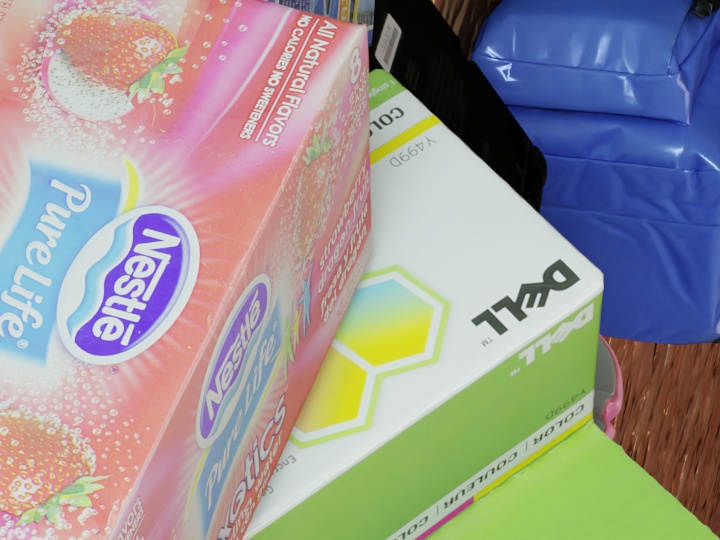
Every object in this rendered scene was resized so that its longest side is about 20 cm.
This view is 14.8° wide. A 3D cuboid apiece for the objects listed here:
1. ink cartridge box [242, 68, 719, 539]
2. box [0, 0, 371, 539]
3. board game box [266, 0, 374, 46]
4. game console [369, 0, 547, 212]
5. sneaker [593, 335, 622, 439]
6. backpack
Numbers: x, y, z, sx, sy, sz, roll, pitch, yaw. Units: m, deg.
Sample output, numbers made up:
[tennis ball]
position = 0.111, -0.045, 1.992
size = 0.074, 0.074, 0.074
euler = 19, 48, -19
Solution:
[ink cartridge box]
position = 0.014, 0.059, 0.771
size = 0.148, 0.200, 0.076
euler = -34, 149, -21
[box]
position = -0.075, 0.026, 0.677
size = 0.095, 0.103, 0.200
euler = 89, 21, -50
[board game box]
position = -0.023, -0.157, 0.783
size = 0.135, 0.034, 0.200
euler = -31, 127, -71
[game console]
position = 0.000, 0.000, 0.987
size = 0.176, 0.116, 0.200
euler = 53, 18, -15
[sneaker]
position = 0.040, 0.111, 1.058
size = 0.095, 0.079, 0.200
euler = -44, -159, 56
[backpack]
position = 0.129, -0.076, 1.301
size = 0.200, 0.162, 0.168
euler = -54, 152, -56
